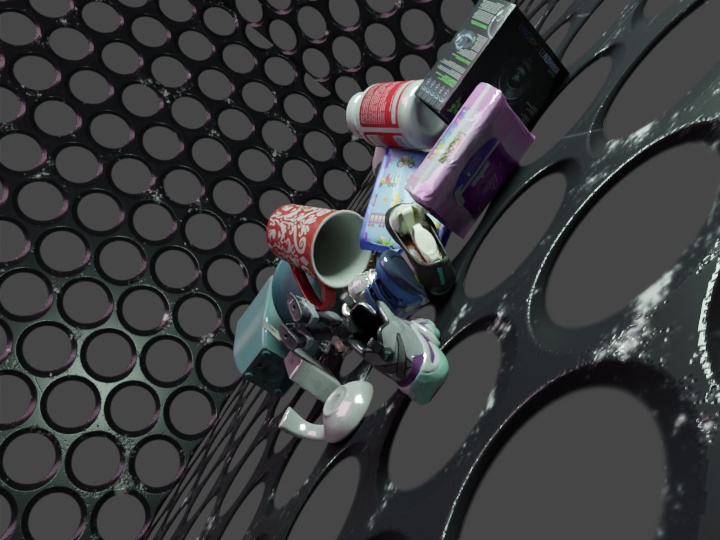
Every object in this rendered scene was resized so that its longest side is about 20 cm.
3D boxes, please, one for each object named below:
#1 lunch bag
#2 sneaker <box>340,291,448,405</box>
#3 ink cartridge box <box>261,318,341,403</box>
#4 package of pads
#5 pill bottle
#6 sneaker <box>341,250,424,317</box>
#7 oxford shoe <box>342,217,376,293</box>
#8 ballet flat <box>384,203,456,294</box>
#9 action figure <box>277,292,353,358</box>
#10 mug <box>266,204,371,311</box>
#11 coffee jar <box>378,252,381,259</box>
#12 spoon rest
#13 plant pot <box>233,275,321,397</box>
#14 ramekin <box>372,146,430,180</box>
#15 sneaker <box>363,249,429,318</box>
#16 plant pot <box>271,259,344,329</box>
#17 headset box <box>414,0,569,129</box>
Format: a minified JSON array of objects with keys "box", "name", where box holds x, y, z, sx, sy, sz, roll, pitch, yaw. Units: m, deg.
[{"box":[0.089,-0.103,1.069,0.095,0.146,0.204,69,-143,-51],"name":"lunch bag"},{"box":[0.030,0.071,0.756,0.079,0.139,0.200,-52,9,4],"name":"sneaker"},{"box":[-0.121,0.164,1.135,0.045,0.174,0.200,-53,8,-6],"name":"ink cartridge box"},{"box":[0.169,-0.164,0.945,0.202,0.120,0.076,-54,37,3],"name":"package of pads"},{"box":[0.062,-0.279,1.114,0.198,0.112,0.114,18,69,52],"name":"pill bottle"},{"box":[0.040,0.027,0.998,0.201,0.097,0.076,-53,33,38],"name":"sneaker"},{"box":[0.000,0.000,1.177,0.073,0.069,0.207,116,150,-76],"name":"oxford shoe"},{"box":[0.086,-0.054,0.908,0.066,0.069,0.202,-25,46,-5],"name":"ballet flat"},{"box":[-0.050,0.096,1.089,0.069,0.197,0.133,41,110,40],"name":"action figure"},{"box":[-0.096,-0.037,1.150,0.198,0.132,0.181,20,81,52],"name":"mug"},{"box":[0.076,-0.068,1.228,0.106,0.084,0.200,-56,9,9],"name":"coffee jar"},{"box":[-0.046,0.223,0.944,0.198,0.061,0.101,-27,28,46],"name":"spoon rest"},{"box":[-0.195,0.180,1.499,0.197,0.194,0.202,-49,19,28],"name":"plant pot"},{"box":[0.113,-0.214,1.253,0.096,0.198,0.202,-67,13,-20],"name":"ramekin"},{"box":[0.045,0.033,0.855,0.081,0.075,0.200,-33,-19,3],"name":"sneaker"},{"box":[-0.062,0.039,1.302,0.203,0.200,0.186,-57,24,-20],"name":"plant pot"},{"box":[0.208,-0.296,1.003,0.202,0.172,0.093,-52,39,11],"name":"headset box"}]
